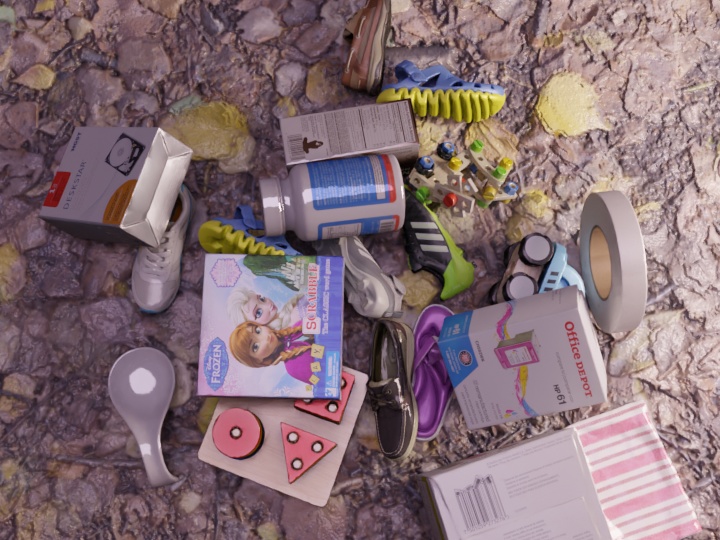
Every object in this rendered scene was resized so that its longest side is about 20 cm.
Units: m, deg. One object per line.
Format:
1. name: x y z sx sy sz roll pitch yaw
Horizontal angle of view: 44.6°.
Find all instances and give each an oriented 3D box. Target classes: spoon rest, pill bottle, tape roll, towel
1. spoon rest: -0.303 0.207 1.259 0.099 0.061 0.201 -15 77 -4
2. pill bottle: -0.043 -0.102 1.257 0.198 0.112 0.113 -7 76 -8
3. tape roll: 0.353 -0.011 1.237 0.037 0.203 0.204 -7 76 0
4. towel: 0.379 0.299 1.247 0.145 0.030 0.201 -20 76 -5

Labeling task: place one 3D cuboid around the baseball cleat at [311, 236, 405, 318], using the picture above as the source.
1. baseball cleat: 0.000 0.000 1.310 0.070 0.106 0.201 -47 50 26

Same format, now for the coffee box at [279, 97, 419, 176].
1. coffee box: -0.016 -0.186 1.328 0.199 0.114 0.080 -9 74 -3

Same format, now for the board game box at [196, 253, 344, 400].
1. board game box: -0.123 0.078 1.223 0.198 0.041 0.202 0 79 1

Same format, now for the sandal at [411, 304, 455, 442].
1. sandal: 0.109 0.147 1.276 0.082 0.050 0.204 8 76 2

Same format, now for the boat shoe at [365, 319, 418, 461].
1. boat shoe: 0.038 0.167 1.252 0.071 0.066 0.202 -13 66 38

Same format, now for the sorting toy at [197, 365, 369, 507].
1. sorting toy: -0.110 0.208 1.252 0.199 0.070 0.200 19 77 5

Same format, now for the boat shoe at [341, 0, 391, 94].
1. boat shoe: 0.008 -0.380 1.397 0.073 0.076 0.201 6 75 5

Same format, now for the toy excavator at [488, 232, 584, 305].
1. toy excavator: 0.288 0.066 1.279 0.199 0.100 0.195 24 78 -3

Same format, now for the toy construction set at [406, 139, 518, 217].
1. toy construction set: 0.148 -0.129 1.291 0.131 0.200 0.092 41 121 12

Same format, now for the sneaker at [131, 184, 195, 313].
1. sneaker: -0.300 -0.037 1.309 0.076 0.081 0.201 9 77 1

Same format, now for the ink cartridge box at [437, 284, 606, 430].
1. ink cartridge box: 0.224 0.120 1.205 0.199 0.085 0.145 -16 106 18

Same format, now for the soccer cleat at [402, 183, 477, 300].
1. soccer cleat: 0.092 -0.047 1.319 0.081 0.068 0.200 -36 80 -2

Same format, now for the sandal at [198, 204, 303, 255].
1. sandal: -0.137 -0.038 1.314 0.199 0.080 0.087 30 50 -1

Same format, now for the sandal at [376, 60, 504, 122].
1. sandal: 0.126 -0.284 1.365 0.198 0.080 0.088 4 67 -1

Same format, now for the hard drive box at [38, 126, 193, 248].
1. hard drive box: -0.359 -0.125 1.286 0.199 0.077 0.157 6 73 38

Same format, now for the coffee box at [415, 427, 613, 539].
1. coffee box: 0.200 0.336 1.152 0.198 0.198 0.201 -17 78 -5
